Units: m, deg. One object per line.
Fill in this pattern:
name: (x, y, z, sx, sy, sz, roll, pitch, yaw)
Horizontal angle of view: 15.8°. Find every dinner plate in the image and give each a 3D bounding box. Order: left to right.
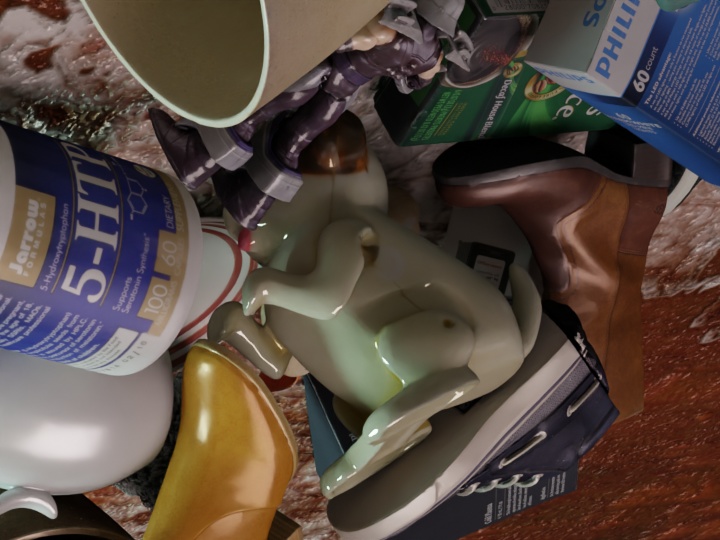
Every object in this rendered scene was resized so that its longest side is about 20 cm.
dinner plate: (-0.146, 0.021, 1.653, 0.199, 0.024, 0.200, -20, 153, -11)

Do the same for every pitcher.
pitcher: (-0.215, 0.095, 1.523, 0.199, 0.173, 0.121, 4, 166, -27)

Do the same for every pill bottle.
pill bottle: (-0.197, -0.019, 1.411, 0.199, 0.120, 0.120, 16, 133, -38)

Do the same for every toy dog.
toy dog: (0.000, 0.000, 1.547, 0.193, 0.200, 0.140, -32, 170, -17)

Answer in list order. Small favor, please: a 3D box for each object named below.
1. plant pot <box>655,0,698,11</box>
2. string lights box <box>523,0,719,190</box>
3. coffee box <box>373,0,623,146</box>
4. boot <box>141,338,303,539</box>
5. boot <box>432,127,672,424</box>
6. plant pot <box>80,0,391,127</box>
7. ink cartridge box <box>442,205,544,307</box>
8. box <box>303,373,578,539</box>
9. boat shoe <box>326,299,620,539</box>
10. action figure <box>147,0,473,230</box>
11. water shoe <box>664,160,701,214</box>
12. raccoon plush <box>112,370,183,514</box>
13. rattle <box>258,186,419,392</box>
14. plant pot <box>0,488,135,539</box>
plant pot: (0.192, -0.235, 1.377, 0.141, 0.142, 0.200, -22, 159, -8)
string lights box: (0.199, -0.124, 1.548, 0.200, 0.059, 0.103, 29, 83, -38)
coffee box: (0.118, -0.134, 1.590, 0.199, 0.044, 0.123, -6, 146, -37)
boot: (-0.103, 0.152, 1.533, 0.144, 0.071, 0.202, -43, 140, -29)
boot: (0.116, 0.011, 1.667, 0.188, 0.068, 0.201, -10, 113, -42)
plant pot: (-0.023, -0.194, 1.230, 0.199, 0.188, 0.188, -29, 157, -27)
ink cartridge box: (0.095, 0.021, 1.744, 0.067, 0.201, 0.116, 13, 173, 21)
box: (0.062, 0.117, 1.926, 0.181, 0.104, 0.200, -23, 153, -10)
boat shoe: (0.077, 0.117, 1.619, 0.200, 0.075, 0.093, -40, 128, -3)
action figure: (-0.018, -0.111, 1.457, 0.200, 0.070, 0.130, -35, 145, 19)
water shoe: (0.235, -0.102, 1.725, 0.079, 0.072, 0.200, -9, 149, -36)
raccoon plush: (-0.148, 0.143, 1.710, 0.133, 0.097, 0.200, -23, -160, 28)
rattle: (0.007, 0.052, 1.718, 0.130, 0.142, 0.201, -46, 164, -46)
plant pot: (-0.241, 0.187, 1.645, 0.186, 0.200, 0.188, -15, 126, -22)
